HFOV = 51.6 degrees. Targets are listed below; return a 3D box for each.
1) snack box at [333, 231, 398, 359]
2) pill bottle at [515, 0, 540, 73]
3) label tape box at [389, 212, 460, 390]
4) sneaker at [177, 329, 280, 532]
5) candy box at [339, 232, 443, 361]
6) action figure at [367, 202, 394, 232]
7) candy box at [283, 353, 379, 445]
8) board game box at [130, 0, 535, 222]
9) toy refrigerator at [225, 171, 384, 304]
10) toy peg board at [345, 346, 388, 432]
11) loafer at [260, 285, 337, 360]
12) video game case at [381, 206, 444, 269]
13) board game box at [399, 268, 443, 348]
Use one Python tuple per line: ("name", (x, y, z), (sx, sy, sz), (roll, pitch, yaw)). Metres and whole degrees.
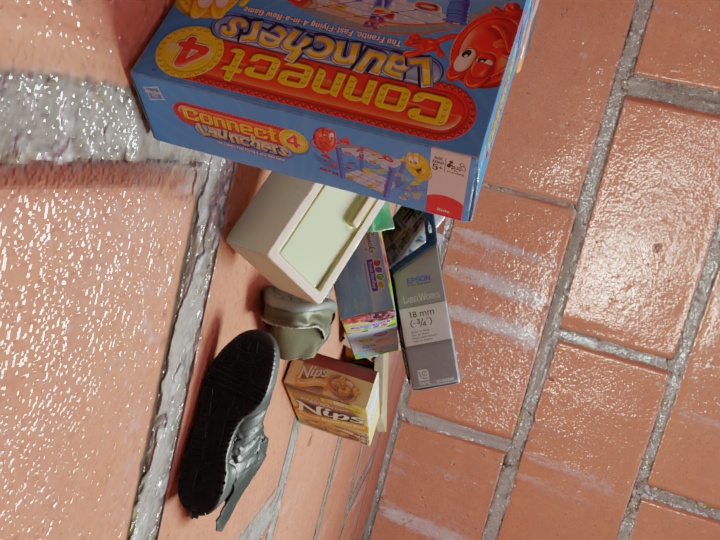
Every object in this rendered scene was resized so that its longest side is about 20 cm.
("snack box", (0.000, 0.000, 0.900), (0.200, 0.066, 0.172), (81, -2, -72))
("pill bottle", (0.037, -0.209, 0.572), (0.106, 0.196, 0.108), (16, 90, -81))
("label tape box", (0.070, 0.030, 0.916), (0.144, 0.062, 0.204), (-90, 170, -88))
("sneaker", (-0.116, 0.150, 0.689), (0.104, 0.059, 0.203), (25, 85, -79))
("candy box", (0.048, 0.036, 1.233), (0.169, 0.071, 0.201), (-62, 180, -28))
("action figure", (-0.021, -0.141, 0.705), (0.055, 0.116, 0.204), (-122, -147, -68))
("candy box", (-0.034, 0.178, 1.029), (0.201, 0.113, 0.056), (86, 22, -64))
("board game box", (-0.002, -0.146, 0.447), (0.056, 0.196, 0.198), (87, 20, -59))
("toy refrigerator", (-0.019, -0.080, 0.631), (0.076, 0.069, 0.202), (45, 71, -40))
("toy peg board", (0.002, 0.187, 1.399), (0.200, 0.096, 0.203), (79, 12, -71))
("loafer", (-0.063, 0.064, 0.800), (0.200, 0.074, 0.071), (56, 46, -78))
("video game case", (0.050, -0.034, 1.092), (0.183, 0.022, 0.200), (-53, -169, 7))
("board game box", (0.143, 0.095, 1.987), (0.201, 0.095, 0.162), (-60, 163, -56))
